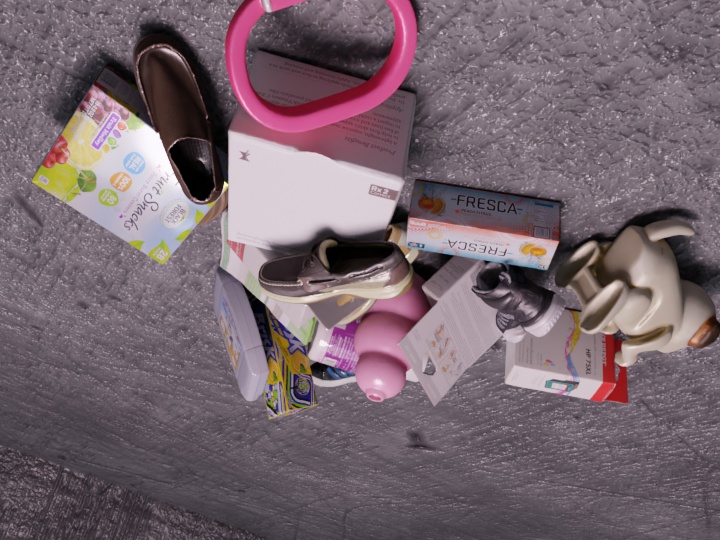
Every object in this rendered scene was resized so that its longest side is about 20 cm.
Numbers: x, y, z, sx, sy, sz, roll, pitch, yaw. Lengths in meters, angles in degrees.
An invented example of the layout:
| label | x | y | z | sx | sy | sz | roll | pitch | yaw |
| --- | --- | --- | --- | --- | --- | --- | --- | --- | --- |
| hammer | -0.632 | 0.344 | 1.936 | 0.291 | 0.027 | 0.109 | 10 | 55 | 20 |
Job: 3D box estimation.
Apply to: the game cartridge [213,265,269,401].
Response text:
| label | x | y | z | sx | sy | sz | roll | pitch | yaw |
| --- | --- | --- | --- | --- | --- | --- | --- | --- | --- |
| game cartridge | -0.201 | 0.099 | 1.164 | 0.040 | 0.204 | 0.134 | -15 | 155 | -19 |

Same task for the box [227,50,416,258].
| label | x | y | z | sx | sy | sz | roll | pitch | yaw |
| --- | --- | --- | --- | --- | --- | --- | --- | --- | --- |
| box | -0.051 | -0.119 | 0.838 | 0.193 | 0.134 | 0.202 | 14 | 147 | -3 |

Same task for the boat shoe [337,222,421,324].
| label | x | y | z | sx | sy | sz | roll | pitch | yaw |
| --- | --- | --- | --- | --- | --- | --- | --- | --- | --- |
| boat shoe | 0.000 | 0.000 | 1.012 | 0.075 | 0.073 | 0.201 | 14 | 127 | -44 |

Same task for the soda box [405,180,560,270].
| label | x | y | z | sx | sy | sz | roll | pitch | yaw |
| --- | --- | --- | --- | --- | --- | --- | --- | --- | --- |
| soda box | 0.159 | -0.059 | 0.923 | 0.194 | 0.065 | 0.069 | 10 | 147 | 4 |

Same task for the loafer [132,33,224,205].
| label | x | y | z | sx | sy | sz | roll | pitch | yaw |
| --- | --- | --- | --- | --- | --- | --- | --- | --- | --- |
| loafer | -0.201 | -0.168 | 0.809 | 0.071 | 0.071 | 0.205 | -23 | 114 | -8 |

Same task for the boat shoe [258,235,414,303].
| label | x | y | z | sx | sy | sz | roll | pitch | yaw |
| --- | --- | --- | --- | --- | --- | --- | --- | --- | --- |
| boat shoe | -0.035 | -0.008 | 0.822 | 0.194 | 0.074 | 0.066 | -4 | 134 | 18 |

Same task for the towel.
| label | x | y | z | sx | sy | sz | roll | pitch | yaw |
| --- | --- | --- | --- | --- | --- | --- | --- | --- | --- |
| towel | -0.141 | 0.013 | 1.065 | 0.199 | 0.031 | 0.150 | 43 | 151 | 16 |

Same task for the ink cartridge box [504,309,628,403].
| label | x | y | z | sx | sy | sz | roll | pitch | yaw |
| --- | --- | --- | --- | --- | --- | --- | --- | --- | --- |
| ink cartridge box | 0.329 | 0.129 | 1.098 | 0.193 | 0.119 | 0.068 | 9 | 147 | 3 |

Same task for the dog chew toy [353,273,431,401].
| label | x | y | z | sx | sy | sz | roll | pitch | yaw |
| --- | --- | --- | --- | --- | --- | --- | --- | --- | --- |
| dog chew toy | 0.044 | 0.099 | 1.063 | 0.121 | 0.204 | 0.126 | 12 | 149 | 8 |

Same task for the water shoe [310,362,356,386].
| label | x | y | z | sx | sy | sz | roll | pitch | yaw |
| --- | --- | --- | --- | --- | --- | --- | --- | --- | --- |
| water shoe | -0.023 | 0.168 | 1.336 | 0.195 | 0.072 | 0.081 | -7 | 115 | 29 |

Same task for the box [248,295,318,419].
| label | x | y | z | sx | sy | sz | roll | pitch | yaw |
| --- | --- | --- | --- | --- | --- | --- | --- | --- | --- |
| box | -0.134 | 0.136 | 1.180 | 0.063 | 0.206 | 0.070 | -3 | 163 | -40 |

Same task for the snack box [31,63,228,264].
| label | x | y | z | sx | sy | sz | roll | pitch | yaw |
| --- | --- | --- | --- | --- | --- | --- | --- | --- | --- |
| snack box | -0.287 | -0.128 | 0.902 | 0.198 | 0.069 | 0.168 | 34 | 120 | -26 |

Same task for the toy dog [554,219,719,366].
| label | x | y | z | sx | sy | sz | roll | pitch | yaw |
| --- | --- | --- | --- | --- | --- | --- | --- | --- | --- |
| toy dog | 0.390 | 0.033 | 0.947 | 0.197 | 0.140 | 0.196 | 30 | 106 | -25 |

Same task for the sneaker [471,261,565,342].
| label | x | y | z | sx | sy | sz | roll | pitch | yaw |
| --- | --- | --- | --- | --- | --- | --- | --- | --- | --- |
| sneaker | 0.209 | 0.038 | 0.998 | 0.113 | 0.076 | 0.200 | 39 | 171 | 0 |

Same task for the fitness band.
| label | x | y | z | sx | sy | sz | roll | pitch | yaw |
| --- | --- | --- | --- | --- | --- | --- | --- | --- | --- |
| fitness band | -0.036 | -0.217 | 0.693 | 0.195 | 0.038 | 0.147 | -20 | 127 | -12 |

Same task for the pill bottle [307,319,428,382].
| label | x | y | z | sx | sy | sz | roll | pitch | yaw |
| --- | --- | --- | --- | --- | --- | --- | --- | --- | --- |
| pill bottle | 0.015 | 0.121 | 1.193 | 0.194 | 0.115 | 0.113 | 17 | 147 | -9 |

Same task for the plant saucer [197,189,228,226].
| label | x | y | z | sx | sy | sz | roll | pitch | yaw |
| --- | --- | --- | --- | --- | --- | --- | --- | --- | --- |
| plant saucer | -0.285 | -0.124 | 1.002 | 0.194 | 0.030 | 0.202 | 9 | 146 | 6 |

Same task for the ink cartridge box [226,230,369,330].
| label | x | y | z | sx | sy | sz | roll | pitch | yaw |
| --- | --- | --- | --- | --- | --- | --- | --- | --- | --- |
| ink cartridge box | -0.074 | -0.010 | 0.935 | 0.201 | 0.115 | 0.068 | 48 | 149 | 14 |

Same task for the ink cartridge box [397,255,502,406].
| label | x | y | z | sx | sy | sz | roll | pitch | yaw |
| --- | --- | --- | --- | --- | --- | --- | --- | --- | --- |
| ink cartridge box | 0.134 | 0.087 | 1.061 | 0.045 | 0.176 | 0.201 | 39 | 167 | 40 |
